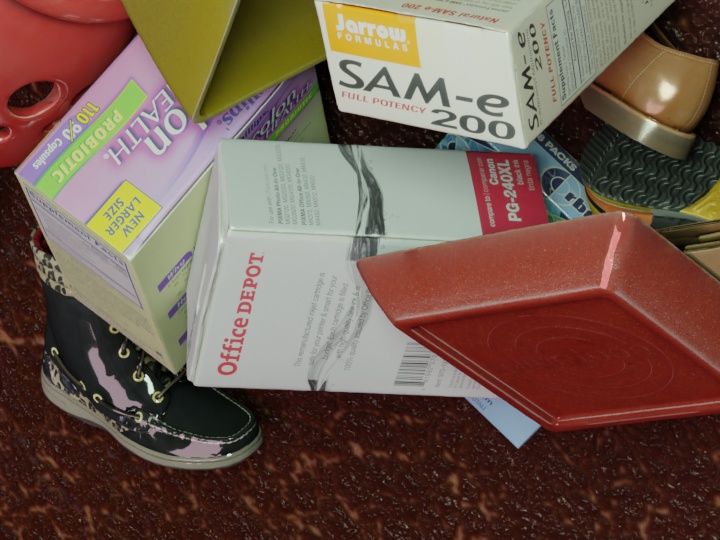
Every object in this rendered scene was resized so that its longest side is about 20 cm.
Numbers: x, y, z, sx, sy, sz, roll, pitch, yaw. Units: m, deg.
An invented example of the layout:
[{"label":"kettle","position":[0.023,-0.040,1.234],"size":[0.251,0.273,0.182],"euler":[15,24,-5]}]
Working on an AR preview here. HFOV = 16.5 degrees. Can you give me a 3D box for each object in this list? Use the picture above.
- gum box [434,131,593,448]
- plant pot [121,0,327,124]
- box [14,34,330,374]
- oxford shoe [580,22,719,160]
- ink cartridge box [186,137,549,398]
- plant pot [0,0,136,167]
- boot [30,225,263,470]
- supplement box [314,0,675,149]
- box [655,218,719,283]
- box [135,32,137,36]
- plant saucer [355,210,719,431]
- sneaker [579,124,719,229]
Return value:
[{"label":"gum box","position":[0.094,0.002,1.603],"size":[0.170,0.045,0.200],"euler":[44,140,4]},{"label":"plant pot","position":[-0.056,-0.241,1.429],"size":[0.177,0.199,0.200],"euler":[48,143,16]},{"label":"box","position":[-0.111,-0.059,1.583],"size":[0.096,0.176,0.200],"euler":[36,165,16]},{"label":"oxford shoe","position":[0.126,-0.142,1.451],"size":[0.200,0.071,0.072],"euler":[33,106,25]},{"label":"ink cartridge box","position":[0.000,0.000,1.501],"size":[0.199,0.084,0.146],"euler":[3,138,-12]},{"label":"plant pot","position":[-0.219,-0.189,1.538],"size":[0.201,0.200,0.182],"euler":[49,133,-3]},{"label":"boot","position":[-0.167,0.056,1.869],"size":[0.203,0.073,0.155],"euler":[21,132,30]},{"label":"supplement box","position":[0.085,-0.155,1.353],"size":[0.125,0.200,0.074],"euler":[14,132,35]},{"label":"box","position":[0.259,0.029,1.377],"size":[0.199,0.021,0.163],"euler":[28,169,-14]},{"label":"box","position":[-0.129,-0.208,1.626],"size":[0.199,0.048,0.122],"euler":[-20,107,49]},{"label":"plant saucer","position":[0.127,0.039,1.417],"size":[0.199,0.037,0.200],"euler":[-10,148,41]},{"label":"sneaker","position":[0.223,-0.020,1.461],"size":[0.199,0.070,0.090],"euler":[24,158,20]}]
